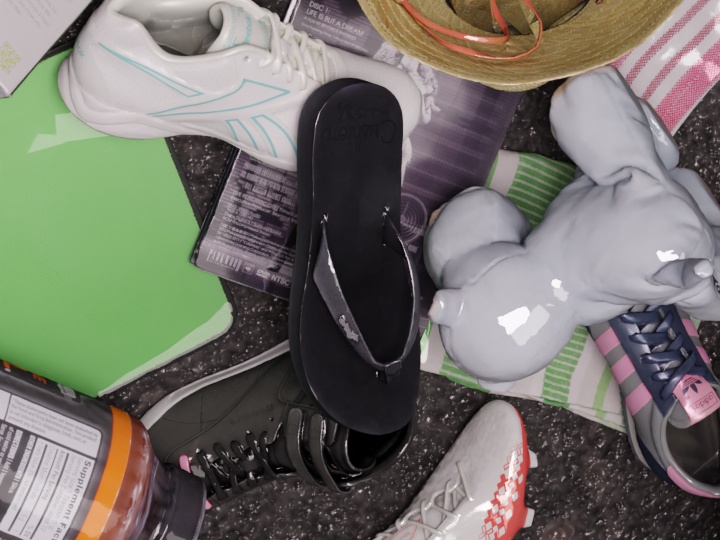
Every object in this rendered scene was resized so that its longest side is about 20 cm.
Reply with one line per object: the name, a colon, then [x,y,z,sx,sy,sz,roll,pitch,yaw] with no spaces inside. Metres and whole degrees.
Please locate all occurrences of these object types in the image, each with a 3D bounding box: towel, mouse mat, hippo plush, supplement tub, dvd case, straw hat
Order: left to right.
supplement tub: [-0.185,0.108,1.141,0.199,0.107,0.107,25,96,-21]
mouse mat: [-0.167,-0.018,1.178,0.160,0.008,0.201,-26,115,-15]
dvd case: [0.005,-0.072,1.220,0.148,0.016,0.201,20,97,-21]
straw hat: [0.086,-0.148,1.171,0.200,0.201,0.085,-24,144,-15]
towel: [0.128,0.014,1.312,0.199,0.023,0.153,16,99,-28]
hippo plush: [0.124,0.007,1.190,0.160,0.201,0.159,-33,137,15]
towel: [0.164,-0.182,1.259,0.146,0.030,0.200,-47,119,-5]

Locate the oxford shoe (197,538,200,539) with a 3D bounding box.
oxford shoe: [-0.169,0.210,1.198,0.199,0.084,0.073,-23,124,-11]

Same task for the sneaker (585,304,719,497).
sneaker: [0.185,0.050,1.292,0.070,0.082,0.201,-32,117,-11]

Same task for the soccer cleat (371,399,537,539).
soccer cleat: [0.041,0.170,1.301,0.085,0.069,0.201,15,105,-32]

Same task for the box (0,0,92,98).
box: [-0.167,-0.204,1.057,0.145,0.036,0.200,53,59,-28]

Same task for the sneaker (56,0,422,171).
sneaker: [-0.055,-0.103,1.132,0.199,0.071,0.080,6,146,-20]

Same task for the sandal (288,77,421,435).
sandal: [-0.001,0.000,1.139,0.076,0.043,0.201,-18,114,-28]

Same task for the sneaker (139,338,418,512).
sneaker: [-0.055,0.101,1.215,0.199,0.099,0.071,-31,119,-11]
